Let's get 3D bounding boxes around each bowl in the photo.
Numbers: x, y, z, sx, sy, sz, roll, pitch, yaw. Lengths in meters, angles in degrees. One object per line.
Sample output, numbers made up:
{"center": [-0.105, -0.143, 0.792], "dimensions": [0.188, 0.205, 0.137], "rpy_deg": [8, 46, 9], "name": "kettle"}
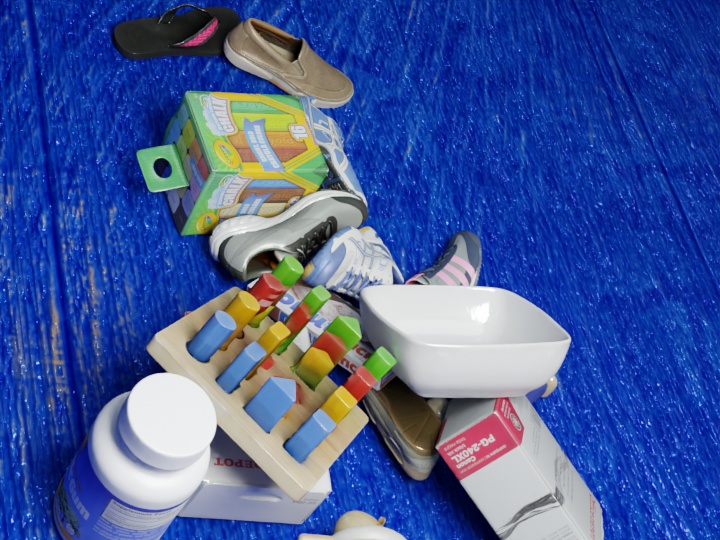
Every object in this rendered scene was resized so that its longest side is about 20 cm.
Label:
{"center": [0.104, 0.077, 1.289], "dimensions": [0.197, 0.076, 0.200], "rpy_deg": [1, 18, -19], "name": "bowl"}

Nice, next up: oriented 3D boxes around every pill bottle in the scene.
{"center": [-0.203, 0.179, 1.092], "dimensions": [0.111, 0.200, 0.113], "rpy_deg": [17, 47, -19], "name": "pill bottle"}

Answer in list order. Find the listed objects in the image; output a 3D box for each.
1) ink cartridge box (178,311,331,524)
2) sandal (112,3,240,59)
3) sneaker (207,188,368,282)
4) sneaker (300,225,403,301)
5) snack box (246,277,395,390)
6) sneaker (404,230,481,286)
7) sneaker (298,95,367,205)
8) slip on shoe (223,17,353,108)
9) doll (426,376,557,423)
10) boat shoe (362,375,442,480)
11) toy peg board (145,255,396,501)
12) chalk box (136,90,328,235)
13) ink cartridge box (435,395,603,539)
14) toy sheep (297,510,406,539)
{"center": [-0.121, 0.154, 1.246], "dimensions": [0.145, 0.083, 0.202], "rpy_deg": [10, 50, -26], "name": "ink cartridge box"}
{"center": [-0.233, -0.320, 1.585], "dimensions": [0.199, 0.045, 0.075], "rpy_deg": [-19, 67, -40], "name": "sandal"}
{"center": [-0.076, -0.034, 1.410], "dimensions": [0.198, 0.074, 0.080], "rpy_deg": [-20, 50, -22], "name": "sneaker"}
{"center": [0.000, 0.000, 1.413], "dimensions": [0.088, 0.075, 0.200], "rpy_deg": [49, 22, 9], "name": "sneaker"}
{"center": [-0.035, 0.061, 1.376], "dimensions": [0.199, 0.025, 0.072], "rpy_deg": [33, 42, 22], "name": "snack box"}
{"center": [0.100, 0.012, 1.507], "dimensions": [0.081, 0.070, 0.201], "rpy_deg": [29, 44, -13], "name": "sneaker"}
{"center": [-0.045, -0.154, 1.546], "dimensions": [0.077, 0.076, 0.201], "rpy_deg": [-22, 70, -36], "name": "sneaker"}
{"center": [-0.087, -0.284, 1.626], "dimensions": [0.198, 0.061, 0.077], "rpy_deg": [23, 47, -25], "name": "slip on shoe"}
{"center": [0.154, 0.150, 1.444], "dimensions": [0.198, 0.048, 0.138], "rpy_deg": [-15, 78, -38], "name": "doll"}
{"center": [0.034, 0.149, 1.364], "dimensions": [0.071, 0.065, 0.201], "rpy_deg": [-9, 45, -25], "name": "boat shoe"}
{"center": [-0.070, 0.085, 1.156], "dimensions": [0.200, 0.098, 0.199], "rpy_deg": [44, 21, 4], "name": "toy peg board"}
{"center": [-0.162, -0.126, 1.418], "dimensions": [0.198, 0.124, 0.126], "rpy_deg": [-4, 56, -34], "name": "chalk box"}
{"center": [0.176, 0.226, 1.302], "dimensions": [0.201, 0.083, 0.145], "rpy_deg": [55, 16, -6], "name": "ink cartridge box"}
{"center": [0.000, 0.322, 1.158], "dimensions": [0.136, 0.138, 0.202], "rpy_deg": [16, 44, -20], "name": "toy sheep"}
